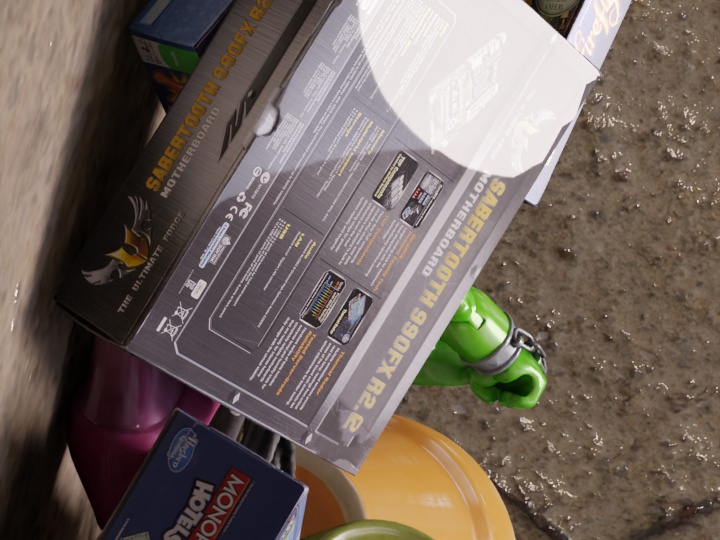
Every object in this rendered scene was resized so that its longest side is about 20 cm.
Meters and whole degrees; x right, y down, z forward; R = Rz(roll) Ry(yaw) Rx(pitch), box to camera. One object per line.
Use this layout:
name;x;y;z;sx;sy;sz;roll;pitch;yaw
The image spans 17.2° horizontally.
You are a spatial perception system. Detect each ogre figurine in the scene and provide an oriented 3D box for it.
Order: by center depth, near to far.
ogre figurine;0.000;0.000;1.221;0.098;0.200;0.120;-37;147;-6

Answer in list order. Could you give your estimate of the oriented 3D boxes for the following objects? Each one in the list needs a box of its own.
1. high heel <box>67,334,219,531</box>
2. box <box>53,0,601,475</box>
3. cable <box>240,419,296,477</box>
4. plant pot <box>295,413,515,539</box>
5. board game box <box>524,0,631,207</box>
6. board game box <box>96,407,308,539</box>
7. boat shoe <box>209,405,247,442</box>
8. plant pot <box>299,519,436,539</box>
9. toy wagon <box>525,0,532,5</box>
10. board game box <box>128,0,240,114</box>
high heel;-0.072;0.035;1.040;0.200;0.067;0.096;-59;157;-66
box;-0.008;-0.036;0.937;0.158;0.048;0.200;33;88;-49
cable;-0.023;0.056;1.051;0.097;0.050;0.201;-28;138;-69
plant pot;-0.026;0.171;1.399;0.183;0.199;0.201;33;70;-68
board game box;0.050;-0.121;1.338;0.035;0.200;0.136;29;83;-40
board game box;-0.087;0.159;0.968;0.200;0.062;0.200;-59;173;-2
boat shoe;-0.078;0.097;1.208;0.074;0.060;0.201;-65;167;-67
plant pot;-0.021;0.208;1.145;0.200;0.187;0.188;123;-11;-50
toy wagon;0.042;-0.180;1.201;0.200;0.039;0.156;49;48;-59
board game box;-0.008;-0.116;0.993;0.200;0.034;0.136;-54;144;-28
